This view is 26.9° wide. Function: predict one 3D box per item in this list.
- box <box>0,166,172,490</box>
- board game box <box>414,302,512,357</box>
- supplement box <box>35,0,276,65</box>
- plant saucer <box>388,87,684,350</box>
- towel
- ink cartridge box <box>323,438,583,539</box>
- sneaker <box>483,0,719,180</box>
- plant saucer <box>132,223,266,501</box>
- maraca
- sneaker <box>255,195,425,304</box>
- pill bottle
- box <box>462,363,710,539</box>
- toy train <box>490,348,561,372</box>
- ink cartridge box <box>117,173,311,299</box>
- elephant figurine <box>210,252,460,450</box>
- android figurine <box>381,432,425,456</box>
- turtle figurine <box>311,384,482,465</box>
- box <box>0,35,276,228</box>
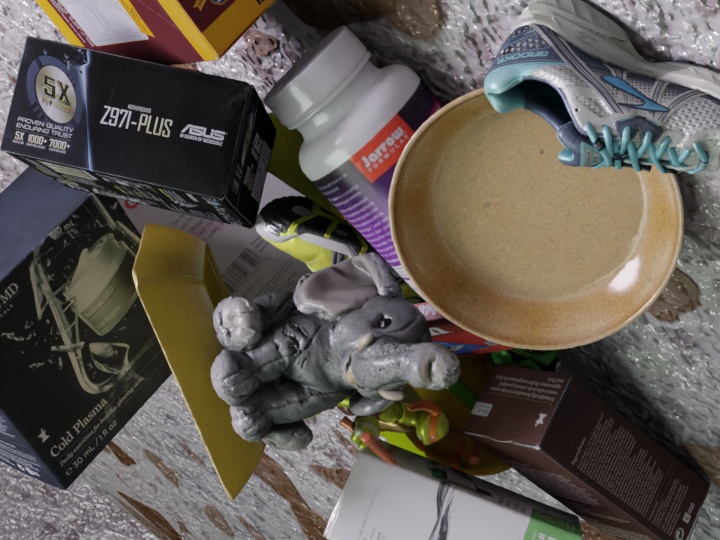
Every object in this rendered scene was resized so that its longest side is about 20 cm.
[{"bbox_3d":[-0.276,0.047,1.330,0.124,0.200,0.197,12,142,45],"label":"box"},{"bbox_3d":[0.018,0.060,1.279,0.200,0.019,0.103,-11,156,31],"label":"board game box"},{"bbox_3d":[-0.161,-0.260,1.056,0.200,0.133,0.197,6,139,55],"label":"supplement box"},{"bbox_3d":[0.120,-0.040,1.030,0.200,0.035,0.201,6,118,11],"label":"plant saucer"},{"bbox_3d":[-0.014,-0.074,1.237,0.200,0.086,0.018,33,124,20],"label":"towel"},{"bbox_3d":[0.082,0.220,1.295,0.200,0.084,0.146,21,180,6],"label":"ink cartridge box"},{"bbox_3d":[0.164,-0.086,0.915,0.200,0.086,0.078,31,156,22],"label":"sneaker"},{"bbox_3d":[-0.123,0.062,1.244,0.200,0.048,0.200,-111,-1,-75],"label":"plant saucer"},{"bbox_3d":[0.076,0.111,1.389,0.200,0.107,0.137,45,164,-7],"label":"maraca"},{"bbox_3d":[0.000,0.000,1.235,0.200,0.076,0.075,21,-156,-25],"label":"sneaker"},{"bbox_3d":[0.026,-0.080,1.113,0.200,0.111,0.111,46,157,-13],"label":"pill bottle"},{"bbox_3d":[0.194,0.161,1.283,0.200,0.075,0.100,36,163,-31],"label":"box"},{"bbox_3d":[0.089,0.036,1.317,0.200,0.042,0.056,24,134,27],"label":"toy train"},{"bbox_3d":[-0.124,-0.018,1.418,0.200,0.147,0.145,38,155,9],"label":"ink cartridge box"},{"bbox_3d":[-0.001,0.059,1.142,0.200,0.155,0.142,-17,149,20],"label":"elephant figurine"},{"bbox_3d":[0.044,0.143,1.587,0.182,0.041,0.200,49,157,-17],"label":"android figurine"},{"bbox_3d":[0.010,0.114,1.266,0.161,0.065,0.200,14,-176,31],"label":"turtle figurine"},{"bbox_3d":[-0.157,-0.098,1.125,0.163,0.086,0.200,12,176,3],"label":"box"}]
